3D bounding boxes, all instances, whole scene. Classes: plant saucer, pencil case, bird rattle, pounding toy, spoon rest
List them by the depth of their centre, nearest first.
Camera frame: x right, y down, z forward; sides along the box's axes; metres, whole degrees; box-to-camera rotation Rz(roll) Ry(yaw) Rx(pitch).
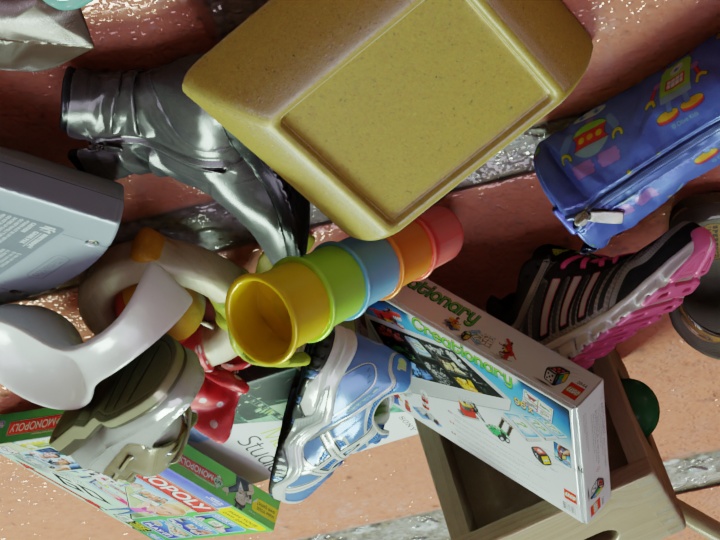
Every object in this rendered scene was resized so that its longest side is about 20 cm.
[{"bbox_3d":[0.028,-0.109,1.165,0.199,0.049,0.200,-39,137,11],"label":"plant saucer"},{"bbox_3d":[0.199,-0.087,1.243,0.199,0.087,0.078,-32,116,32],"label":"pencil case"},{"bbox_3d":[-0.196,0.050,1.324,0.199,0.061,0.099,-22,122,44],"label":"spoon rest"},{"bbox_3d":[-0.122,0.030,1.390,0.162,0.114,0.200,28,147,-24],"label":"bird rattle"},{"bbox_3d":[0.167,0.150,1.481,0.199,0.185,0.142,-24,143,10],"label":"pounding toy"}]

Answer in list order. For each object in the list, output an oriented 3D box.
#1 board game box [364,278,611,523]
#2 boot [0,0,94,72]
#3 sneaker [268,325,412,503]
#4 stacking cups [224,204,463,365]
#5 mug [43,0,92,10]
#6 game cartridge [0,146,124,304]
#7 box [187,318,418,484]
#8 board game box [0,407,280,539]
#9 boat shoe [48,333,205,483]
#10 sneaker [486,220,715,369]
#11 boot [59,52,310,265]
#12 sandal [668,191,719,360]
[{"bbox_3d":[0.087,0.083,1.384,0.035,0.199,0.127,-40,142,-27],"label":"board game box"},{"bbox_3d":[-0.241,-0.168,1.078,0.198,0.065,0.187,5,158,-9],"label":"boot"},{"bbox_3d":[-0.019,0.116,1.444,0.076,0.076,0.201,14,144,-6],"label":"sneaker"},{"bbox_3d":[0.000,0.000,1.280,0.199,0.061,0.061,-26,166,-45],"label":"stacking cups"},{"bbox_3d":[-0.209,-0.213,0.974,0.150,0.115,0.186,-5,146,-1],"label":"mug"},{"bbox_3d":[-0.239,-0.028,1.272,0.132,0.041,0.199,21,153,-29],"label":"game cartridge"},{"bbox_3d":[-0.062,0.108,1.531,0.198,0.037,0.144,-20,143,18],"label":"box"},{"bbox_3d":[-0.177,0.160,1.553,0.134,0.029,0.200,-11,145,40],"label":"board game box"},{"bbox_3d":[-0.146,0.099,1.357,0.068,0.075,0.200,36,153,-15],"label":"boat shoe"},{"bbox_3d":[0.158,0.011,1.375,0.073,0.088,0.200,-10,158,-48],"label":"sneaker"},{"bbox_3d":[-0.109,-0.069,1.256,0.130,0.070,0.201,-6,139,12],"label":"boot"},{"bbox_3d":[0.264,0.016,1.428,0.081,0.055,0.201,-9,145,5],"label":"sandal"}]
